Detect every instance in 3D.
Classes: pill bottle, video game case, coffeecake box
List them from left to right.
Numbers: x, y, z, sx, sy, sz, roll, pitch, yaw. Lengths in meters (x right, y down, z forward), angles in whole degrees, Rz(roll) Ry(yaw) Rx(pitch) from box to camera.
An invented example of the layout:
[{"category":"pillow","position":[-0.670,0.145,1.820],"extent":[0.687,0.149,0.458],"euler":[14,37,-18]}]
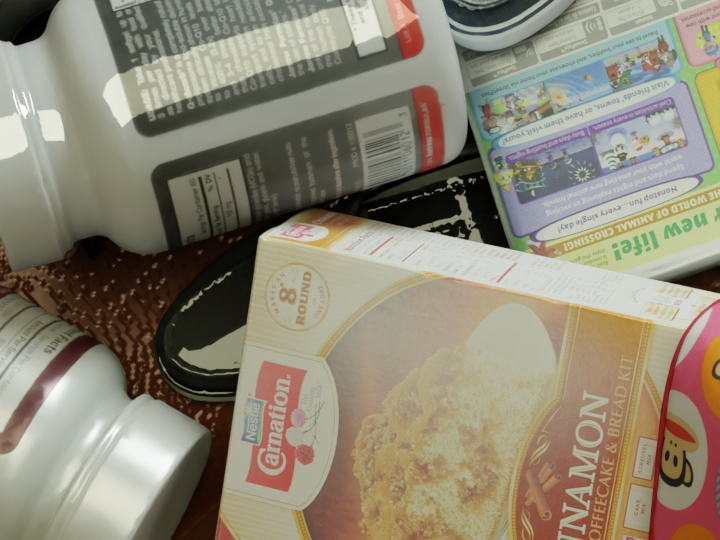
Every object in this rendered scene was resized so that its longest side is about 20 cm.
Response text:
[{"category":"pill bottle","position":[-0.171,0.061,1.038],"extent":[0.199,0.114,0.115],"euler":[30,80,8]},{"category":"pill bottle","position":[-0.064,-0.074,1.015],"extent":[0.198,0.116,0.117],"euler":[-17,77,-6]},{"category":"coffeecake box","position":[0.050,0.073,0.998],"extent":[0.198,0.073,0.155],"euler":[12,104,14]},{"category":"video game case","position":[0.140,-0.094,1.027],"extent":[0.199,0.022,0.183],"euler":[-19,80,11]}]

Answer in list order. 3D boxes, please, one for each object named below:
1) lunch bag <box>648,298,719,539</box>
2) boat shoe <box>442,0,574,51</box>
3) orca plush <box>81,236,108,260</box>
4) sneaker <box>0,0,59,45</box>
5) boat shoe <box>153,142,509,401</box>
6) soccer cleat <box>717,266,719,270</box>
[{"category":"lunch bag","position":[0.202,0.092,0.946],"extent":[0.199,0.082,0.178],"euler":[-8,113,-34]},{"category":"boat shoe","position":[0.087,-0.185,0.991],"extent":[0.071,0.091,0.201],"euler":[37,92,16]},{"category":"orca plush","position":[-0.198,-0.060,1.070],"extent":[0.199,0.105,0.071],"euler":[36,39,-17]},{"category":"sneaker","position":[-0.154,-0.176,1.107],"extent":[0.113,0.076,0.201],"euler":[20,88,2]},{"category":"boat shoe","position":[-0.001,-0.003,1.075],"extent":[0.200,0.063,0.074],"euler":[-22,80,-2]},{"category":"soccer cleat","position":[0.238,-0.049,1.077],"extent":[0.198,0.068,0.082],"euler":[-3,64,2]}]
